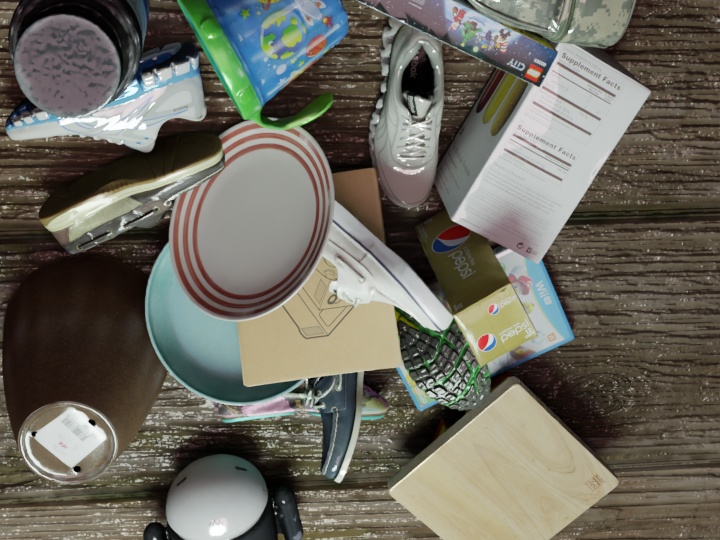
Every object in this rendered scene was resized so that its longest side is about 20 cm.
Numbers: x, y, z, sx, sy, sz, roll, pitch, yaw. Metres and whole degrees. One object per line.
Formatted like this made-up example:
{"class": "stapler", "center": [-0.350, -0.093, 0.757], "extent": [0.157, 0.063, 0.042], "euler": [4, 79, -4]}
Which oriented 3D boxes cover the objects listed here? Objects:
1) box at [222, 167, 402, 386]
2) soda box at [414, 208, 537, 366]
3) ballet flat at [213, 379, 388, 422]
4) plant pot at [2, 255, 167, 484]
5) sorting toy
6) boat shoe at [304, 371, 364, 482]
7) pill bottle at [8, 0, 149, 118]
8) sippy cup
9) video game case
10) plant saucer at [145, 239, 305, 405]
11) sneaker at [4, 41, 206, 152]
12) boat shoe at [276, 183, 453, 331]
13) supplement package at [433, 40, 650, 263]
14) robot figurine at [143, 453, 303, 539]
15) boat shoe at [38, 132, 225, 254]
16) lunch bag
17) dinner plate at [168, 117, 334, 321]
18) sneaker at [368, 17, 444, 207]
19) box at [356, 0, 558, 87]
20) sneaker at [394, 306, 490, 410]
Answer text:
{"class": "box", "center": [-0.049, 0.006, 1.123], "extent": [0.160, 0.021, 0.204], "euler": [-7, 86, 3]}
{"class": "soda box", "center": [0.112, 0.007, 1.113], "extent": [0.063, 0.201, 0.068], "euler": [-29, 117, 5]}
{"class": "ballet flat", "center": [-0.065, 0.130, 1.235], "extent": [0.196, 0.069, 0.073], "euler": [0, 98, -7]}
{"class": "plant pot", "center": [-0.281, 0.114, 1.117], "extent": [0.183, 0.201, 0.190], "euler": [-3, 117, -6]}
{"class": "sorting toy", "center": [0.163, 0.234, 1.308], "extent": [0.198, 0.070, 0.200], "euler": [-42, 115, 14]}
{"class": "boat shoe", "center": [-0.027, 0.119, 1.174], "extent": [0.061, 0.075, 0.203], "euler": [13, 74, -15]}
{"class": "pill bottle", "center": [-0.242, -0.206, 0.960], "extent": [0.110, 0.201, 0.114], "euler": [-3, 118, -6]}
{"class": "sippy cup", "center": [-0.085, -0.230, 1.017], "extent": [0.129, 0.141, 0.178], "euler": [-31, 152, -3]}
{"class": "video game case", "center": [0.126, 0.060, 1.245], "extent": [0.198, 0.018, 0.144], "euler": [-26, 116, 6]}
{"class": "plant saucer", "center": [-0.123, 0.037, 1.153], "extent": [0.196, 0.036, 0.204], "euler": [1, 85, -8]}
{"class": "sneaker", "center": [-0.240, -0.146, 1.066], "extent": [0.197, 0.075, 0.088], "euler": [-15, 124, 1]}
{"class": "boat shoe", "center": [0.000, 0.000, 1.075], "extent": [0.200, 0.071, 0.070], "euler": [42, 91, 7]}
{"class": "supplement package", "center": [0.173, -0.133, 1.100], "extent": [0.108, 0.114, 0.202], "euler": [24, 110, -19]}
{"class": "robot figurine", "center": [-0.155, 0.308, 1.278], "extent": [0.123, 0.150, 0.203], "euler": [13, 125, 34]}
{"class": "boat shoe", "center": [-0.220, -0.076, 1.108], "extent": [0.197, 0.074, 0.065], "euler": [-19, 127, 9]}
{"class": "lunch bag", "center": [0.143, -0.285, 0.971], "extent": [0.165, 0.201, 0.141], "euler": [3, 116, -10]}
{"class": "dinner plate", "center": [-0.104, -0.049, 1.078], "extent": [0.200, 0.201, 0.024], "euler": [-43, 147, 15]}
{"class": "sneaker", "center": [0.049, -0.150, 1.095], "extent": [0.074, 0.081, 0.203], "euler": [-3, 119, -7]}
{"class": "box", "center": [0.074, -0.244, 1.018], "extent": [0.197, 0.137, 0.038], "euler": [22, 113, -17]}
{"class": "sneaker", "center": [0.069, 0.056, 1.163], "extent": [0.078, 0.085, 0.201], "euler": [-40, 82, 16]}
